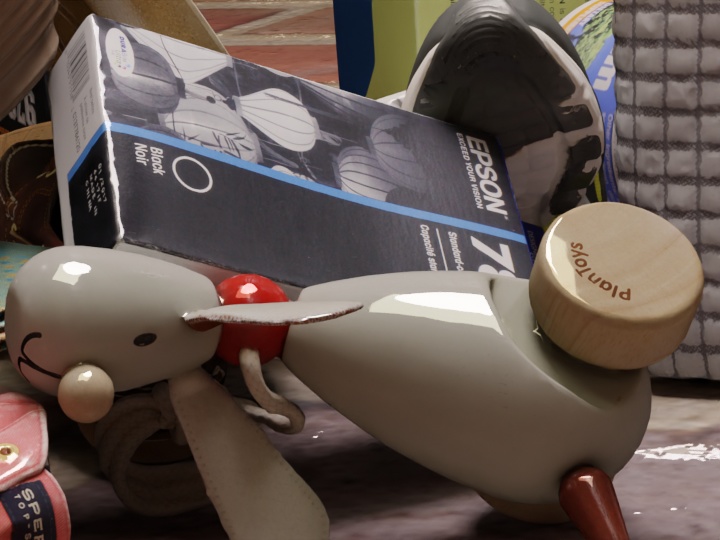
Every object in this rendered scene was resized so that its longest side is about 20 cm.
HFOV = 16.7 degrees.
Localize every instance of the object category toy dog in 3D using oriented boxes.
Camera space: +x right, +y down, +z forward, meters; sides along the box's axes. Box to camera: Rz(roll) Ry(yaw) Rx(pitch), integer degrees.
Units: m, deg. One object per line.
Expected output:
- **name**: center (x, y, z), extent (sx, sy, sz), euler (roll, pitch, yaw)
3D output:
- **toy dog**: center (0.004, 0.043, 0.700), extent (0.199, 0.132, 0.097), euler (-11, 44, 4)

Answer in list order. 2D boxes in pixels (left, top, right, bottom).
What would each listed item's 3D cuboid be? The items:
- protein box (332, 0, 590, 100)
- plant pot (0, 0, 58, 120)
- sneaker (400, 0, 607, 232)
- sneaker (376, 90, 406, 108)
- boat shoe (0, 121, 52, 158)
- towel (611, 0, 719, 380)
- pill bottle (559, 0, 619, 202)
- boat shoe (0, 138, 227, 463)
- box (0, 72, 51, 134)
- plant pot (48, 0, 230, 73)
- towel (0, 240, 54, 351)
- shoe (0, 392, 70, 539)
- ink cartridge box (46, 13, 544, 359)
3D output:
- **protein box**: center (0.099, -0.147, 1.255), extent (0.199, 0.200, 0.135), euler (-8, 14, -17)
- **plant pot**: center (-0.162, -0.076, 0.787), extent (0.200, 0.093, 0.201), euler (-36, 17, 13)
- **sneaker**: center (0.054, -0.054, 0.915), extent (0.074, 0.085, 0.200), euler (-7, -29, 7)
- **sneaker**: center (0.000, -0.049, 1.147), extent (0.199, 0.078, 0.099), euler (-6, 9, -10)
- **boat shoe**: center (-0.094, -0.035, 1.063), extent (0.199, 0.065, 0.071), euler (-9, 31, 34)
- **towel**: center (0.191, -0.047, 0.874), extent (0.199, 0.167, 0.086), euler (-1, 7, 13)
- **pill bottle**: center (0.160, -0.057, 1.044), extent (0.112, 0.113, 0.200), euler (-10, 13, -23)
- **boat shoe**: center (-0.092, -0.009, 0.896), extent (0.070, 0.071, 0.200), euler (-10, 30, -20)
- **box**: center (-0.158, -0.096, 1.207), extent (0.046, 0.160, 0.200), euler (-12, 15, -20)
- **plant pot**: center (-0.090, -0.080, 0.902), extent (0.027, 0.201, 0.200), euler (-37, 22, -13)
- **towel**: center (-0.179, 0.019, 0.728), extent (0.146, 0.022, 0.200), euler (8, 16, 33)
- **shoe**: center (-0.121, 0.074, 0.645), extent (0.090, 0.072, 0.200), euler (-11, 9, -6)
- **ink cartridge box**: center (-0.002, -0.013, 0.796), extent (0.199, 0.039, 0.100), euler (15, 43, -30)
